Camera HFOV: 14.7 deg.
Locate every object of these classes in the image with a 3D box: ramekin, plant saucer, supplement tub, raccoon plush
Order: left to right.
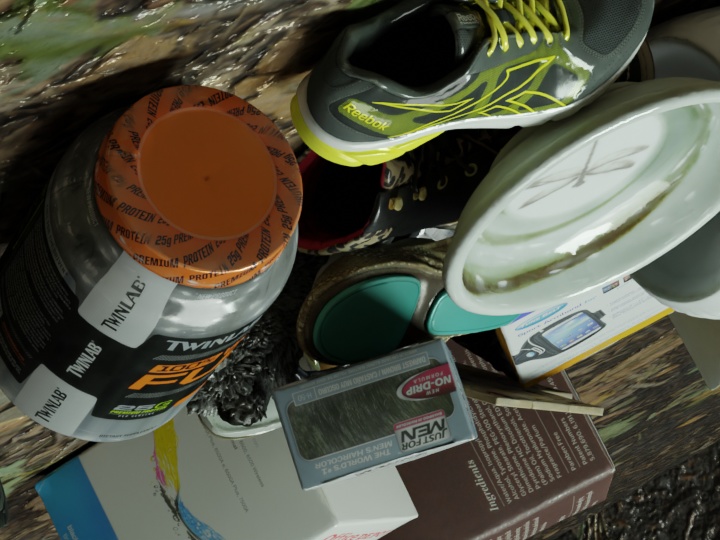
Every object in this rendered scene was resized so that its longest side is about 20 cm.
[{"bbox_3d":[-0.105,-0.003,1.354,0.122,0.123,0.200,-21,166,-28],"label":"supplement tub"},{"bbox_3d":[-0.067,-0.004,1.611,0.200,0.097,0.134,-54,162,-20],"label":"raccoon plush"},{"bbox_3d":[0.126,-0.051,1.512,0.200,0.050,0.200,-24,157,-11],"label":"plant saucer"},{"bbox_3d":[0.223,-0.063,1.650,0.105,0.200,0.200,-8,159,-33],"label":"ramekin"}]

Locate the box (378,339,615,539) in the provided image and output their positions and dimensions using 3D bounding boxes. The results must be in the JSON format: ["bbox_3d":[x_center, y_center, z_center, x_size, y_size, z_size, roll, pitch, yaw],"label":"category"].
[{"bbox_3d":[0.079,0.145,2.236,0.200,0.164,0.166,-26,168,-4],"label":"box"}]

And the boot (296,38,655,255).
[{"bbox_3d":[0.056,-0.071,1.547,0.150,0.073,0.200,-14,167,-46],"label":"boot"}]

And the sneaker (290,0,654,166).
[{"bbox_3d":[0.064,-0.109,1.392,0.200,0.075,0.085,-24,167,-17],"label":"sneaker"}]

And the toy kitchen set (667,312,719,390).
[{"bbox_3d":[0.299,-0.026,2.013,0.180,0.163,0.200,-18,165,-38],"label":"toy kitchen set"}]

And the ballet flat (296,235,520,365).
[{"bbox_3d":[0.017,0.012,1.612,0.200,0.065,0.071,-4,125,-50],"label":"ballet flat"}]

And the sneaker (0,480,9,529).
[{"bbox_3d":[-0.297,0.153,1.710,0.091,0.076,0.200,-23,167,20],"label":"sneaker"}]

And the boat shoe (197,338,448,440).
[{"bbox_3d":[-0.019,0.050,1.820,0.200,0.075,0.068,-30,-170,-1],"label":"boat shoe"}]

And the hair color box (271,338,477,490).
[{"bbox_3d":[0.011,0.083,1.595,0.099,0.061,0.200,-18,176,2],"label":"hair color box"}]

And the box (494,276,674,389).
[{"bbox_3d":[0.142,0.014,1.813,0.119,0.042,0.200,-27,161,0],"label":"box"}]

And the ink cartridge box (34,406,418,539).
[{"bbox_3d":[-0.093,0.163,1.994,0.200,0.145,0.147,-33,166,20],"label":"ink cartridge box"}]

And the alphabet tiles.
[{"bbox_3d":[0.065,0.075,1.921,0.167,0.008,0.200,8,-176,-39],"label":"alphabet tiles"}]

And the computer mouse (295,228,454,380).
[{"bbox_3d":[0.000,0.000,1.742,0.140,0.046,0.200,34,96,-39],"label":"computer mouse"}]

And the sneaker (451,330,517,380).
[{"bbox_3d":[0.092,0.029,1.941,0.070,0.100,0.200,-35,166,22],"label":"sneaker"}]
